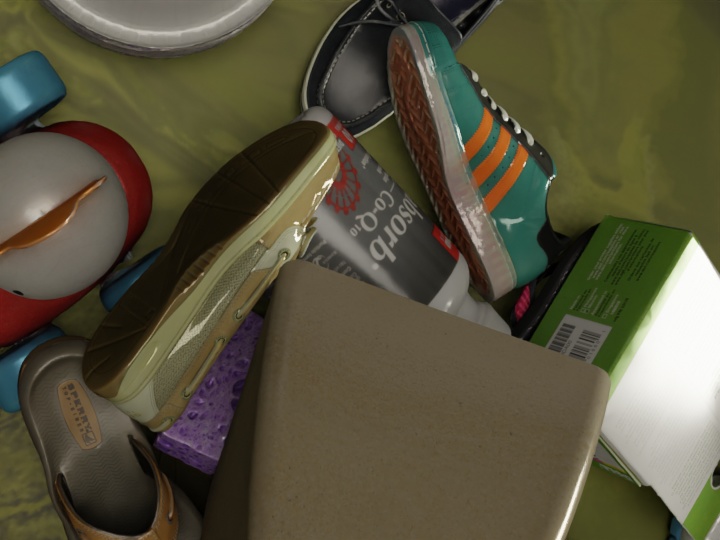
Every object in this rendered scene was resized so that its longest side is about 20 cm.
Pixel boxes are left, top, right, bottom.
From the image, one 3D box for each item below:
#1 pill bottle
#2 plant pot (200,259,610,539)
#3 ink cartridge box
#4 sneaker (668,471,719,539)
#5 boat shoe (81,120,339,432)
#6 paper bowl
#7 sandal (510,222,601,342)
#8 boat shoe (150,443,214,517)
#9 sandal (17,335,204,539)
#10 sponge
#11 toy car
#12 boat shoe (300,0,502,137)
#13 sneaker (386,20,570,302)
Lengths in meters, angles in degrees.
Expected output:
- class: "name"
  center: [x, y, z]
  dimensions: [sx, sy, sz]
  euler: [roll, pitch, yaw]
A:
- class: "pill bottle"
  center: [0.000, 0.000, 0.827]
  dimensions: [0.116, 0.116, 0.200]
  euler: [-46, 101, -7]
- class: "plant pot"
  center: [0.007, 0.149, 0.681]
  dimensions: [0.198, 0.178, 0.201]
  euler: [20, 125, -1]
- class: "ink cartridge box"
  center: [0.209, 0.083, 0.882]
  dimensions: [0.148, 0.075, 0.200]
  euler: [-56, 130, -15]
- class: "sneaker"
  center: [0.271, 0.251, 0.916]
  dimensions: [0.074, 0.087, 0.202]
  euler: [5, 91, -11]
- class: "boat shoe"
  center: [-0.076, 0.002, 0.726]
  dimensions: [0.063, 0.073, 0.201]
  euler: [42, 82, -36]
- class: "paper bowl"
  center: [-0.130, -0.241, 0.793]
  dimensions: [0.199, 0.104, 0.203]
  euler: [-1, 94, -12]
- class: "sandal"
  center: [0.132, 0.035, 0.886]
  dimensions: [0.200, 0.045, 0.075]
  euler: [-46, 122, -21]
- class: "boat shoe"
  center: [-0.107, 0.169, 0.836]
  dimensions: [0.199, 0.066, 0.072]
  euler: [17, 60, -16]
- class: "sandal"
  center: [-0.140, 0.133, 0.745]
  dimensions: [0.081, 0.054, 0.202]
  euler: [-25, 108, -20]
- class: "sponge"
  center: [-0.031, 0.112, 0.844]
  dimensions: [0.199, 0.030, 0.112]
  euler: [29, 54, -11]
- class: "toy car"
  center: [-0.202, -0.021, 0.737]
  dimensions: [0.176, 0.200, 0.185]
  euler: [-34, 99, -9]
- class: "boat shoe"
  center: [0.036, -0.168, 0.854]
  dimensions: [0.200, 0.062, 0.075]
  euler: [-44, 102, -6]
- class: "sneaker"
  center: [0.081, -0.082, 0.838]
  dimensions: [0.079, 0.071, 0.201]
  euler: [-29, 114, -13]
